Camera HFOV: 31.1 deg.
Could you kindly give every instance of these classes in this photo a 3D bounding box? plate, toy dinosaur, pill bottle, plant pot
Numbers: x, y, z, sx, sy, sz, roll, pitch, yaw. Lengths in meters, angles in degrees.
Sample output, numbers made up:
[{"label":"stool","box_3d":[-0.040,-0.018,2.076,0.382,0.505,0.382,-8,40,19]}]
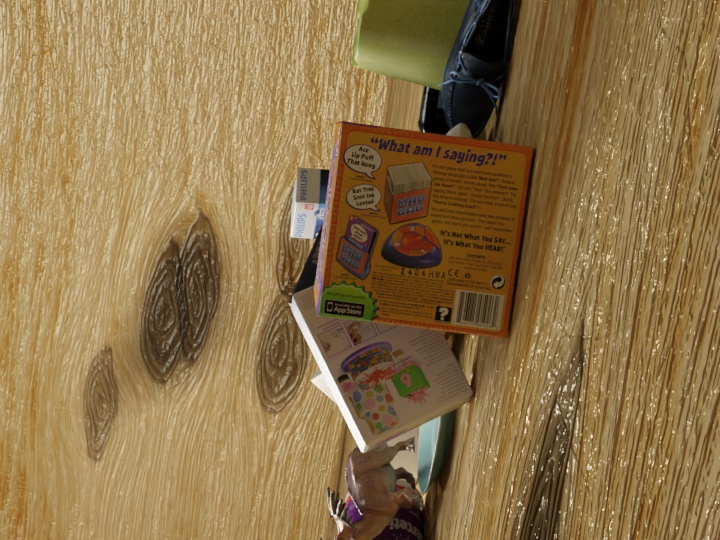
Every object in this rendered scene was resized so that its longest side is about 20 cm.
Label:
[{"label":"plate","box_3d":[0.102,0.194,1.701,0.200,0.025,0.201,-174,90,-87]},{"label":"toy dinosaur","box_3d":[0.009,0.287,1.718,0.086,0.135,0.200,90,176,-45]},{"label":"pill bottle","box_3d":[0.031,0.387,1.758,0.200,0.112,0.113,-87,6,-47]},{"label":"plant pot","box_3d":[0.086,-0.317,1.669,0.200,0.183,0.201,-172,90,-86]}]

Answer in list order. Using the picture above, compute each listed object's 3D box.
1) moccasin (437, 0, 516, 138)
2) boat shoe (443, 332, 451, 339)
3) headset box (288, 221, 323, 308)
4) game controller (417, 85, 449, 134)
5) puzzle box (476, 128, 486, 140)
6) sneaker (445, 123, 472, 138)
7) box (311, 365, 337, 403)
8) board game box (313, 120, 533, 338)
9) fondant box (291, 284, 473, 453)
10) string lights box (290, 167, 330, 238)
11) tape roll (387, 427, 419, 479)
[{"label":"moccasin","box_3d":[0.139,-0.254,1.547,0.068,0.080,0.201,-107,23,-71]},{"label":"boat shoe","box_3d":[0.102,0.050,1.637,0.076,0.074,0.200,51,152,15]},{"label":"headset box","box_3d":[0.000,0.000,1.695,0.174,0.092,0.201,69,-140,-63]},{"label":"game controller","box_3d":[0.126,-0.283,1.815,0.104,0.042,0.201,-16,-63,-59]},{"label":"puzzle box","box_3d":[0.117,-0.077,1.655,0.200,0.025,0.133,115,160,-47]},{"label":"sneaker","box_3d":[0.095,-0.088,1.583,0.089,0.075,0.200,-78,12,-58]},{"label":"box","box_3d":[0.024,0.119,1.852,0.200,0.078,0.095,-35,17,51]},{"label":"board game box","box_3d":[0.061,-0.050,1.404,0.200,0.199,0.201,-113,30,-83]},{"label":"fondant box","box_3d":[0.023,0.094,1.534,0.200,0.144,0.058,63,166,15]},{"label":"string lights box","box_3d":[0.005,-0.088,1.805,0.103,0.199,0.059,104,168,-62]},{"label":"tape roll","box_3d":[0.058,0.228,1.985,0.202,0.071,0.203,-173,90,-87]}]
